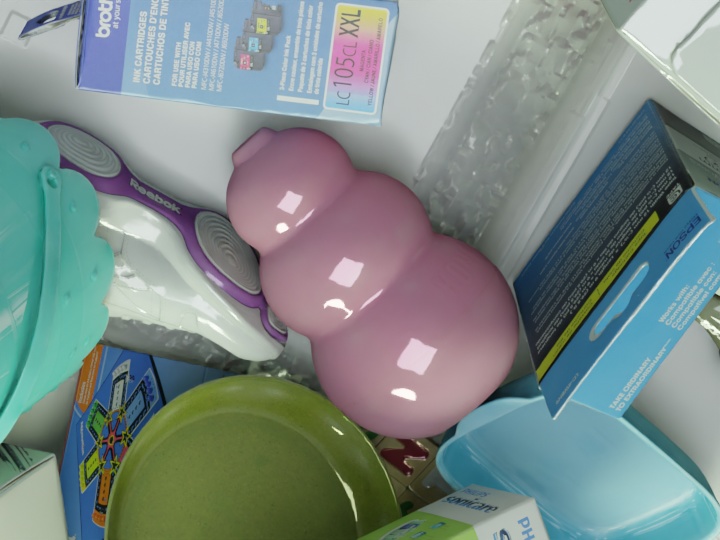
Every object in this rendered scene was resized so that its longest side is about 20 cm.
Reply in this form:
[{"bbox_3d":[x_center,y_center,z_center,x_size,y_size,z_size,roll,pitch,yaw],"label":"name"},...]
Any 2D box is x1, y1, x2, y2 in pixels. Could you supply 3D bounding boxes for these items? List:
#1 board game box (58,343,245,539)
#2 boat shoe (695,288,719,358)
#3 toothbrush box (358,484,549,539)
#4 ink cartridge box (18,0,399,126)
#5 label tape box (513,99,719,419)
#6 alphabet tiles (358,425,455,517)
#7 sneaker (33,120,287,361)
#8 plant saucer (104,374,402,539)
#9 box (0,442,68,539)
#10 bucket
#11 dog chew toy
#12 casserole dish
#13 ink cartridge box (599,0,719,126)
[{"bbox_3d":[-0.134,0.149,1.491,0.103,0.019,0.200,13,73,-8],"label":"board game box"},{"bbox_3d":[0.256,0.062,1.504,0.202,0.072,0.060,33,101,-17],"label":"boat shoe"},{"bbox_3d":[0.023,0.230,1.427,0.200,0.086,0.146,-24,100,-19],"label":"toothbrush box"},{"bbox_3d":[-0.084,-0.139,1.383,0.200,0.136,0.076,8,105,-5],"label":"ink cartridge box"},{"bbox_3d":[0.159,0.003,1.410,0.066,0.200,0.143,31,107,-15],"label":"label tape box"},{"bbox_3d":[-0.003,0.171,1.571,0.200,0.006,0.166,38,105,-15],"label":"alphabet tiles"},{"bbox_3d":[-0.134,-0.003,1.477,0.200,0.075,0.100,36,118,-9],"label":"sneaker"},{"bbox_3d":[-0.066,0.163,1.480,0.200,0.031,0.200,6,78,-29],"label":"plant saucer"},{"bbox_3d":[-0.270,0.138,1.467,0.200,0.068,0.082,9,116,30],"label":"box"},{"bbox_3d":[-0.251,0.014,1.401,0.207,0.135,0.208,11,119,19],"label":"bucket"},{"bbox_3d":[0.000,0.000,1.452,0.124,0.125,0.200,-38,98,12],"label":"dog chew toy"},{"bbox_3d":[0.133,0.120,1.507,0.121,0.039,0.200,-28,129,29],"label":"casserole dish"},{"bbox_3d":[0.222,-0.161,1.351,0.145,0.200,0.145,40,105,-15],"label":"ink cartridge box"}]
